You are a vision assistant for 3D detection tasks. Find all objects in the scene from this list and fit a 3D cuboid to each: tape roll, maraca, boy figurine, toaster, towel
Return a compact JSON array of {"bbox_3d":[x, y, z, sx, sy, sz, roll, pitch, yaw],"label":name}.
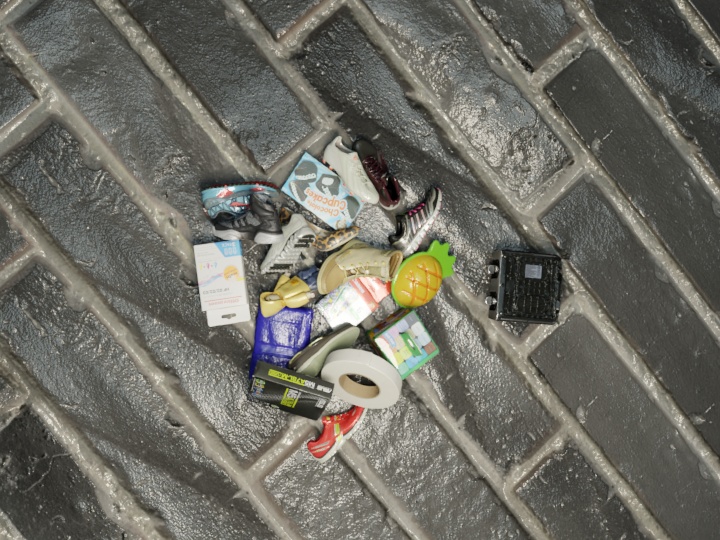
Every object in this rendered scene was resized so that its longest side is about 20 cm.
[{"bbox_3d":[0.002,0.262,1.491,0.199,0.204,0.038,25,52,-5],"label":"tape roll"},{"bbox_3d":[0.161,0.011,1.588,0.199,0.107,0.138,-39,124,-10],"label":"maraca"},{"bbox_3d":[-0.169,0.042,1.551,0.198,0.124,0.065,-31,136,-17],"label":"boy figurine"},{"bbox_3d":[0.429,0.042,1.615,0.195,0.119,0.186,4,89,-6],"label":"toaster"},{"bbox_3d":[-0.198,0.187,1.571,0.144,0.050,0.205,8,88,-7],"label":"towel"}]

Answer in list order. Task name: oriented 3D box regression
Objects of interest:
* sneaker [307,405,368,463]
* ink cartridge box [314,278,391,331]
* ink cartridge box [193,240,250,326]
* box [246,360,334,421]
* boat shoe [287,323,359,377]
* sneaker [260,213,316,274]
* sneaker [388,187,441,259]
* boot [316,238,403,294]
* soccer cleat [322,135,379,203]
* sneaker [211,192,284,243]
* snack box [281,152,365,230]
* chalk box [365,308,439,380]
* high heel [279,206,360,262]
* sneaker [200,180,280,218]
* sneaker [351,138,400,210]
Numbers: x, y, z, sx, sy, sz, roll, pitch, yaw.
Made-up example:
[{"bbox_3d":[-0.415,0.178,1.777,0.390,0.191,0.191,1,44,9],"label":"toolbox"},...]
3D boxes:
[{"bbox_3d":[-0.057,0.392,1.573,0.085,0.077,0.200,43,84,1],"label":"sneaker"},{"bbox_3d":[-0.011,0.068,1.595,0.199,0.050,0.110,-39,94,-5],"label":"ink cartridge box"},{"bbox_3d":[-0.342,0.033,1.547,0.112,0.068,0.205,-8,90,-7],"label":"ink cartridge box"},{"bbox_3d":[-0.172,0.294,1.501,0.189,0.201,0.048,20,59,-5],"label":"box"},{"bbox_3d":[-0.093,0.192,1.533,0.200,0.072,0.061,-38,49,-10],"label":"boat shoe"},{"bbox_3d":[-0.186,-0.061,1.537,0.200,0.074,0.082,-42,63,34],"label":"sneaker"},{"bbox_3d":[0.137,-0.134,1.605,0.086,0.074,0.203,30,90,-11],"label":"sneaker"},{"bbox_3d":[0.000,0.000,1.515,0.200,0.153,0.074,-43,135,-42],"label":"boot"},{"bbox_3d":[-0.018,-0.251,1.562,0.200,0.069,0.078,48,120,16],"label":"soccer cleat"},{"bbox_3d":[-0.270,-0.129,1.498,0.196,0.075,0.117,8,100,22],"label":"sneaker"},{"bbox_3d":[-0.092,-0.194,1.598,0.198,0.037,0.117,35,86,-5],"label":"snack box"},{"bbox_3d":[0.104,0.180,1.532,0.123,0.200,0.126,-34,92,-6],"label":"chalk box"},{"bbox_3d":[-0.107,-0.118,1.558,0.196,0.071,0.145,-20,95,15],"label":"high heel"},{"bbox_3d":[-0.296,-0.173,1.565,0.195,0.079,0.098,-5,104,-1],"label":"sneaker"},{"bbox_3d":[0.050,-0.253,1.577,0.075,0.115,0.202,-33,93,-6],"label":"sneaker"}]
